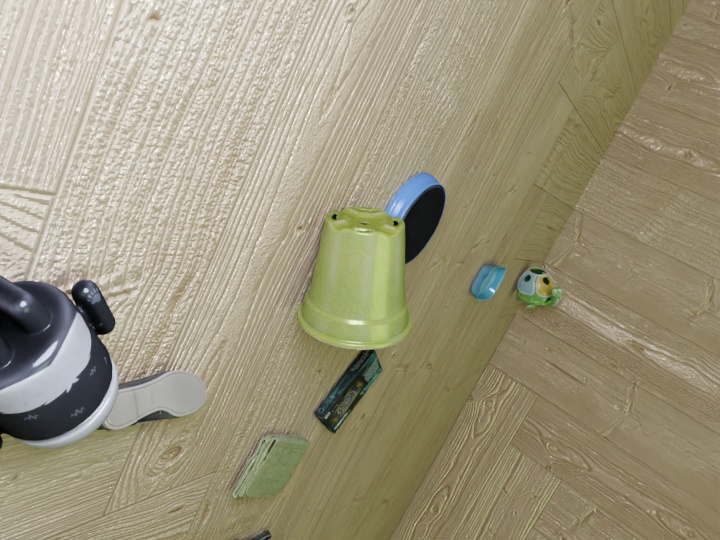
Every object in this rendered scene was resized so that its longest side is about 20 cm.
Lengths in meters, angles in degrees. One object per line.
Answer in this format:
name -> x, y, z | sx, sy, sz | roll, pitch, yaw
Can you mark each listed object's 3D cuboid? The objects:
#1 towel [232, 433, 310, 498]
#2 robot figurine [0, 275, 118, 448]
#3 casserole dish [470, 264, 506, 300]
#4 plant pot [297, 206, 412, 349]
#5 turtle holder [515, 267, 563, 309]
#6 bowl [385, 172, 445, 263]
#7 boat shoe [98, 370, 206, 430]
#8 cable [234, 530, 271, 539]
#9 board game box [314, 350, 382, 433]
towel -> -0.186, 0.412, 1.275 | 0.149, 0.036, 0.200 | -58, 154, -3
robot figurine -> -0.317, 0.090, 0.582 | 0.149, 0.125, 0.201 | -18, 143, -10
casserole dish -> 0.404, 0.034, 1.907 | 0.200, 0.039, 0.122 | 3, 116, -61
plant pot -> 0.000, 0.000, 0.998 | 0.200, 0.200, 0.185 | -24, 128, -50
turtle holder -> 0.674, 0.070, 2.287 | 0.186, 0.140, 0.133 | -93, -177, -68
bowl -> 0.107, -0.099, 1.224 | 0.201, 0.039, 0.201 | -42, 151, -30
boat shoe -> -0.291, 0.174, 0.813 | 0.200, 0.057, 0.067 | 5, 79, -66
cable -> -0.253, 0.653, 1.406 | 0.097, 0.050, 0.200 | -51, 155, -17
board game box -> -0.024, 0.285, 1.430 | 0.200, 0.028, 0.135 | -50, 154, -17
